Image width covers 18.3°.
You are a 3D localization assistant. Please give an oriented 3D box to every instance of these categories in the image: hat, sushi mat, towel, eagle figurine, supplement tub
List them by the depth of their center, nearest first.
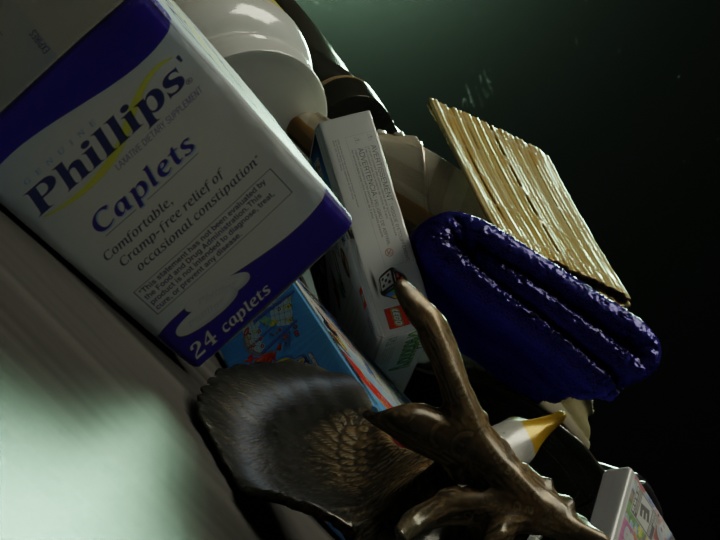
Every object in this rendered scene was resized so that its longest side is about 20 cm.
[{"bbox_3d":[0.020,0.097,0.913,0.200,0.150,0.152,156,-64,-62],"label":"eagle figurine"},{"bbox_3d":[0.083,0.029,1.263,0.147,0.050,0.200,32,-9,-2],"label":"towel"},{"bbox_3d":[0.098,-0.043,1.345,0.095,0.012,0.200,23,21,-21],"label":"sushi mat"},{"bbox_3d":[0.088,0.147,1.411,0.200,0.081,0.201,31,-19,12],"label":"hat"},{"bbox_3d":[-0.119,-0.139,1.461,0.145,0.145,0.200,47,3,-45],"label":"supplement tub"}]

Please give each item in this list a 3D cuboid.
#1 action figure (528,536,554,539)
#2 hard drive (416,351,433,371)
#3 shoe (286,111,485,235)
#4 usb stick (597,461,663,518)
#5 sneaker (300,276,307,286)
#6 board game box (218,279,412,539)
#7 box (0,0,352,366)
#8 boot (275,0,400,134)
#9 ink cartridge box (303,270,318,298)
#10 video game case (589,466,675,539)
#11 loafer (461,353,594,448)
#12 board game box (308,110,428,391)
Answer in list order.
[{"bbox_3d":[0.106,0.186,1.246,0.200,0.055,0.118,-117,-160,-63],"label":"action figure"},{"bbox_3d":[0.020,0.063,1.509,0.132,0.027,0.200,13,-13,21],"label":"hard drive"},{"bbox_3d":[0.043,-0.045,1.380,0.200,0.053,0.070,35,-8,13],"label":"shoe"},{"bbox_3d":[0.118,0.139,1.512,0.200,0.033,0.056,13,-40,46],"label":"usb stick"},{"bbox_3d":[-0.057,-0.011,1.330,0.075,0.082,0.200,50,2,15],"label":"sneaker"},{"bbox_3d":[0.019,0.109,1.155,0.200,0.056,0.196,49,3,-29],"label":"board game box"},{"bbox_3d":[-0.123,-0.087,1.004,0.184,0.105,0.200,51,3,39],"label":"box"},{"bbox_3d":[-0.013,-0.106,1.575,0.138,0.077,0.200,57,-7,35],"label":"boot"},{"bbox_3d":[-0.011,-0.005,1.550,0.200,0.050,0.162,22,7,-23],"label":"ink cartridge box"},{"bbox_3d":[0.157,0.219,1.146,0.200,0.018,0.143,56,39,-33],"label":"video game case"},{"bbox_3d":[0.115,0.068,1.463,0.075,0.068,0.200,17,-13,21],"label":"loafer"},{"bbox_3d":[0.000,0.000,1.299,0.200,0.035,0.127,107,-33,-75],"label":"board game box"}]
